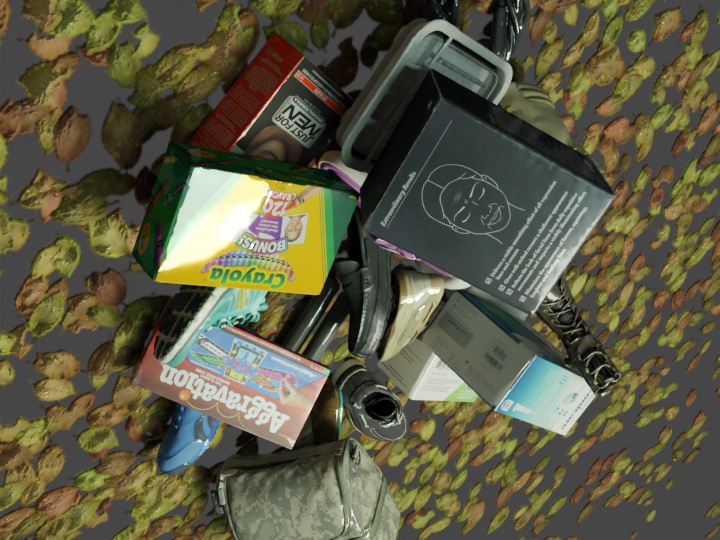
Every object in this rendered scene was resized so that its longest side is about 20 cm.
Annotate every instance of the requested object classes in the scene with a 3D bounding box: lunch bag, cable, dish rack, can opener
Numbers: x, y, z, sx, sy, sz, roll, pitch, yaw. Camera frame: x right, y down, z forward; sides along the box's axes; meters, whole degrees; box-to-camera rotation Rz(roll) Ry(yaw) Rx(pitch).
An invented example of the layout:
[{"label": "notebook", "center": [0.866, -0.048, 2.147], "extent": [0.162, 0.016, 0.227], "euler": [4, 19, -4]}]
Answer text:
[{"label": "lunch bag", "center": [-0.069, 0.295, 1.320], "extent": [0.199, 0.140, 0.169], "euler": [-13, 115, 21]}, {"label": "cable", "center": [0.124, -0.273, 1.152], "extent": [0.163, 0.051, 0.201], "euler": [-38, 145, -23]}, {"label": "dish rack", "center": [0.062, -0.173, 1.094], "extent": [0.200, 0.044, 0.172], "euler": [13, 116, -55]}, {"label": "can opener", "center": [-0.070, 0.099, 1.290], "extent": [0.201, 0.053, 0.067], "euler": [-57, 171, 11]}]

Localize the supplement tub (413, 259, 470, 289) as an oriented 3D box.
[{"label": "supplement tub", "center": [0.167, -0.067, 1.275], "extent": [0.199, 0.144, 0.145], "euler": [-16, 131, -31]}]

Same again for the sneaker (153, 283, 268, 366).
[{"label": "sneaker", "center": [-0.136, 0.029, 1.109], "extent": [0.200, 0.077, 0.080], "euler": [-47, 117, -13]}]

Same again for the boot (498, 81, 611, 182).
[{"label": "boot", "center": [0.171, -0.132, 1.181], "extent": [0.199, 0.156, 0.073], "euler": [-17, 157, -30]}]

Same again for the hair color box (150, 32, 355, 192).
[{"label": "hair color box", "center": [-0.106, -0.125, 1.053], "extent": [0.200, 0.061, 0.101], "euler": [-51, 141, 5]}]

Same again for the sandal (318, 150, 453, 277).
[{"label": "sandal", "center": [0.027, -0.049, 1.144], "extent": [0.050, 0.202, 0.083], "euler": [-49, 174, -16]}]

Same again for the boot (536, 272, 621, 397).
[{"label": "boot", "center": [0.247, 0.061, 1.221], "extent": [0.069, 0.175, 0.200], "euler": [-32, 157, 5]}]

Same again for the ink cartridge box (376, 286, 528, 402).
[{"label": "ink cartridge box", "center": [0.135, 0.072, 1.407], "extent": [0.145, 0.084, 0.201], "euler": [10, 115, -46]}]

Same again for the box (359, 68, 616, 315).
[{"label": "box", "center": [0.119, -0.076, 1.032], "extent": [0.199, 0.107, 0.149], "euler": [27, 111, -14]}]

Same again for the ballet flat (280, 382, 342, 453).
[{"label": "ballet flat", "center": [-0.069, 0.233, 1.388], "extent": [0.072, 0.068, 0.201], "euler": [-4, 130, -16]}]

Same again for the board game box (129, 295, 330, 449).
[{"label": "board game box", "center": [-0.142, 0.115, 1.163], "extent": [0.199, 0.019, 0.103], "euler": [26, 94, -19]}]

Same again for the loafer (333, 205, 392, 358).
[{"label": "loafer", "center": [0.000, 0.000, 1.211], "extent": [0.070, 0.068, 0.202], "euler": [6, 91, -20]}]

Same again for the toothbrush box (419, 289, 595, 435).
[{"label": "toothbrush box", "center": [0.190, 0.116, 1.310], "extent": [0.085, 0.146, 0.200], "euler": [-53, 141, 8]}]

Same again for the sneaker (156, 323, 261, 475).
[{"label": "sneaker", "center": [-0.188, 0.143, 1.206], "extent": [0.078, 0.066, 0.201], "euler": [31, 100, -36]}]

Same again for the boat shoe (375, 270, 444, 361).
[{"label": "boat shoe", "center": [0.056, 0.057, 1.288], "extent": [0.064, 0.073, 0.200], "euler": [-5, 154, -13]}]

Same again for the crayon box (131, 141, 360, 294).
[{"label": "crayon box", "center": [-0.109, -0.046, 1.018], "extent": [0.199, 0.058, 0.119], "euler": [5, 116, -41]}]

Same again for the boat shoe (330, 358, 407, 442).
[{"label": "boat shoe", "center": [0.023, 0.193, 1.424], "extent": [0.073, 0.063, 0.200], "euler": [-42, 140, -6]}]
